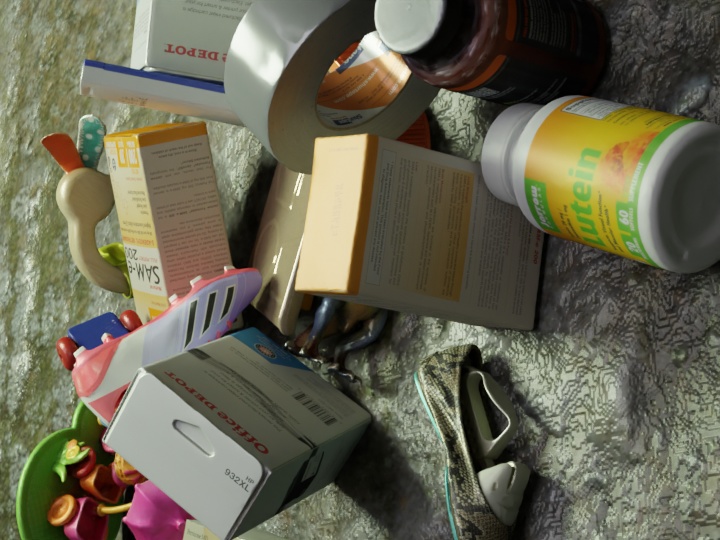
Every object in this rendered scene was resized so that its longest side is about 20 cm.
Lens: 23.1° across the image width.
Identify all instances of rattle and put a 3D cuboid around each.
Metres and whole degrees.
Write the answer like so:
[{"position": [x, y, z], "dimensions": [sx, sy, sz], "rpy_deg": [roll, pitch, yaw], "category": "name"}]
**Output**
[{"position": [-0.274, -0.072, 1.821], "dimensions": [0.130, 0.200, 0.143], "rpy_deg": [-42, 22, -1], "category": "rattle"}]

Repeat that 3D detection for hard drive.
[{"position": [-0.164, -0.164, 1.667], "dimensions": [0.132, 0.199, 0.025], "rpy_deg": [-174, 95, -81], "category": "hard drive"}]

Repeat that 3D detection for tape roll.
[{"position": [-0.012, -0.176, 1.448], "dimensions": [0.066, 0.200, 0.201], "rpy_deg": [48, 118, 30], "category": "tape roll"}]

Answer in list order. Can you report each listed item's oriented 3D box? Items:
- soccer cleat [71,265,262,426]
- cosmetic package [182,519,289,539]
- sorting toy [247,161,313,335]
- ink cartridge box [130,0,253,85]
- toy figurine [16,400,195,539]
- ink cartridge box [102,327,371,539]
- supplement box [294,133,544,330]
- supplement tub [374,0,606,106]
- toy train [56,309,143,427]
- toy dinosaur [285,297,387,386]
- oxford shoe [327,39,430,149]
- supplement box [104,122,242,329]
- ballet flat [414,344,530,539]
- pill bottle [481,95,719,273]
[{"position": [-0.167, 0.067, 1.599], "dimensions": [0.077, 0.200, 0.067], "rpy_deg": [56, 162, 13], "category": "soccer cleat"}, {"position": [-0.126, 0.339, 1.626], "dimensions": [0.105, 0.071, 0.201], "rpy_deg": [6, 85, 50], "category": "cosmetic package"}, {"position": [-0.057, -0.045, 1.630], "dimensions": [0.200, 0.036, 0.186], "rpy_deg": [-143, 68, -73], "category": "sorting toy"}, {"position": [-0.142, -0.276, 1.735], "dimensions": [0.086, 0.147, 0.201], "rpy_deg": [167, 110, -70], "category": "ink cartridge box"}, {"position": [-0.216, 0.210, 1.752], "dimensions": [0.183, 0.150, 0.201], "rpy_deg": [-4, 53, 35], "category": "toy figurine"}, {"position": [-0.103, 0.137, 1.520], "dimensions": [0.145, 0.200, 0.084], "rpy_deg": [37, 111, 16], "category": "ink cartridge box"}, {"position": [0.052, -0.028, 1.411], "dimensions": [0.073, 0.199, 0.127], "rpy_deg": [0, 80, 52], "category": "supplement box"}, {"position": [0.101, -0.189, 1.388], "dimensions": [0.107, 0.200, 0.107], "rpy_deg": [-6, 81, 40], "category": "supplement tub"}, {"position": [-0.210, 0.134, 1.671], "dimensions": [0.200, 0.084, 0.116], "rpy_deg": [44, 151, 47], "category": "toy train"}, {"position": [0.000, 0.000, 1.555], "dimensions": [0.200, 0.105, 0.182], "rpy_deg": [17, 80, 58], "category": "toy dinosaur"}, {"position": [0.010, -0.134, 1.606], "dimensions": [0.073, 0.071, 0.200], "rpy_deg": [111, 148, -43], "category": "oxford shoe"}, {"position": [-0.183, -0.039, 1.706], "dimensions": [0.126, 0.073, 0.201], "rpy_deg": [-173, 71, -67], "category": "supplement box"}, {"position": [0.097, 0.147, 1.427], "dimensions": [0.075, 0.068, 0.201], "rpy_deg": [-28, 57, 24], "category": "ballet flat"}, {"position": [0.186, -0.072, 1.335], "dimensions": [0.200, 0.111, 0.112], "rpy_deg": [20, 96, 50], "category": "pill bottle"}]
